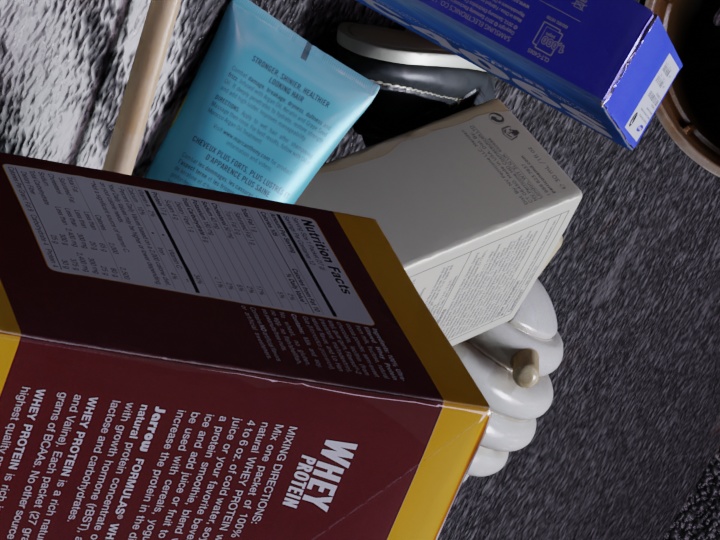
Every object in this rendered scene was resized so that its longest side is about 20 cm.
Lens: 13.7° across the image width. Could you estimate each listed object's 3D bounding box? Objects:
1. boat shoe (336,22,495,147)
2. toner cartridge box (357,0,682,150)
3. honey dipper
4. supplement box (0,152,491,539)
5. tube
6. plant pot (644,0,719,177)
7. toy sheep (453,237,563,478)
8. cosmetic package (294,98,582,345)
[{"bbox_3d":[0.026,-0.085,1.488,0.199,0.074,0.066,-26,131,-81],"label":"boat shoe"},{"bbox_3d":[0.027,-0.119,1.181,0.043,0.200,0.095,-59,165,-2],"label":"toner cartridge box"},{"bbox_3d":[-0.094,-0.058,1.216,0.038,0.038,0.201,-36,149,-58],"label":"honey dipper"},{"bbox_3d":[-0.092,0.081,1.087,0.198,0.199,0.133,-68,-151,24],"label":"supplement box"},{"bbox_3d":[-0.074,-0.016,1.308,0.200,0.077,0.050,-58,-158,1],"label":"tube"},{"bbox_3d":[0.299,-0.153,2.077,0.201,0.200,0.198,-62,173,5],"label":"plant pot"},{"bbox_3d":[0.054,0.056,1.734,0.200,0.138,0.138,-48,169,15],"label":"toy sheep"},{"bbox_3d":[0.000,0.000,1.423,0.200,0.073,0.104,-21,151,-38],"label":"cosmetic package"}]
